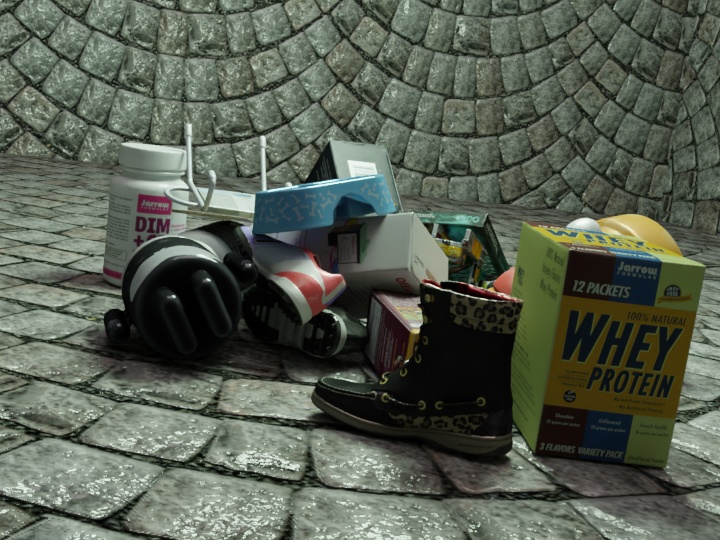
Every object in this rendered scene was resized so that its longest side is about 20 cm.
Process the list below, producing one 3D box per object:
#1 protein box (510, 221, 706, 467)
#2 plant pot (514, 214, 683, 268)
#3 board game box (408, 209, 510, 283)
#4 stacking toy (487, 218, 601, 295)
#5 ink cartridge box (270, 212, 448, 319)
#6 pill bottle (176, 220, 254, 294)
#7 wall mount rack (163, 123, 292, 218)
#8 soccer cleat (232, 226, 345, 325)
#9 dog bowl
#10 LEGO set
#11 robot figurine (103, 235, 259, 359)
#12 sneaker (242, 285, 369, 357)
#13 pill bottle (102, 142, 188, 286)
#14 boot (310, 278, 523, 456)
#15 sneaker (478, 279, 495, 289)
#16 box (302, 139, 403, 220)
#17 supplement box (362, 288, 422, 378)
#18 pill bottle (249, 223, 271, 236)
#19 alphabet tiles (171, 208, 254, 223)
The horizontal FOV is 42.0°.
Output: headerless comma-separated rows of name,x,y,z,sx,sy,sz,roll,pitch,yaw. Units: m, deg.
protein box,0.238,0.067,0.973,0.134,0.201,0.199,7,10,-4
plant pot,0.311,0.034,1.281,0.183,0.201,0.200,-10,17,-25
board game box,0.164,-0.018,1.485,0.135,0.028,0.200,5,-36,32
stacking toy,0.227,0.023,1.144,0.146,0.200,0.146,33,13,-9
ink cartridge box,0.000,0.000,1.213,0.199,0.084,0.145,-5,-26,23
pill bottle,-0.208,-0.003,1.272,0.113,0.114,0.200,9,10,9
wall mount rack,-0.177,-0.133,1.322,0.199,0.075,0.174,7,26,-27
soccer cleat,-0.090,-0.005,1.121,0.073,0.068,0.200,-30,37,-15
dog bowl,-0.045,-0.083,1.149,0.200,0.050,0.111,-13,9,-42
LEGO set,0.091,-0.004,1.381,0.199,0.154,0.116,21,-8,26
robot figurine,-0.205,0.030,1.072,0.150,0.125,0.200,14,7,-24
sneaker,-0.066,0.066,1.155,0.090,0.067,0.200,10,4,-44
pill bottle,-0.310,-0.080,1.367,0.113,0.201,0.113,7,10,-1
boot,0.056,0.083,0.888,0.199,0.151,0.073,12,11,21
sneaker,0.218,0.055,1.403,0.079,0.078,0.200,16,10,-4
box,-0.028,-0.091,1.537,0.107,0.149,0.200,3,-32,-27
supplement box,0.079,0.088,1.066,0.110,0.086,0.200,6,11,-13
pill bottle,-0.080,-0.013,1.418,0.116,0.116,0.200,-2,15,-45
alphabet tiles,-0.156,-0.070,1.301,0.166,0.006,0.200,9,2,19
